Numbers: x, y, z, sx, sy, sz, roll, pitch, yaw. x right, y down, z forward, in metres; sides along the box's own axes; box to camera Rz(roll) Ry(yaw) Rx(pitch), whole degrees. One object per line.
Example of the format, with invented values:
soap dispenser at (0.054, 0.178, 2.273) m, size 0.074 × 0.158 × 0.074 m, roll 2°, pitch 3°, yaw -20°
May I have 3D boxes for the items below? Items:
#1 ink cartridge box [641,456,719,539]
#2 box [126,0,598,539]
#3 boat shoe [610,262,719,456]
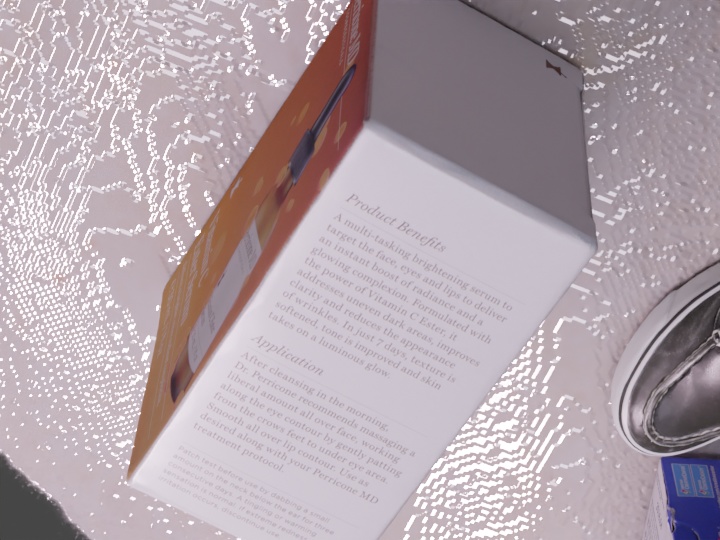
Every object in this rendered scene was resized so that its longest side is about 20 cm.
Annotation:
ink cartridge box at (0.169, 0.181, 1.137) m, size 0.076 × 0.136 × 0.200 m, roll 4°, pitch 123°, yaw -2°
box at (0.000, 0.000, 1.022) m, size 0.106 × 0.152 × 0.200 m, roll 27°, pitch 119°, yaw -13°
boat shoe at (0.190, 0.025, 1.082) m, size 0.071 × 0.064 × 0.200 m, roll 40°, pitch 116°, yaw -20°
